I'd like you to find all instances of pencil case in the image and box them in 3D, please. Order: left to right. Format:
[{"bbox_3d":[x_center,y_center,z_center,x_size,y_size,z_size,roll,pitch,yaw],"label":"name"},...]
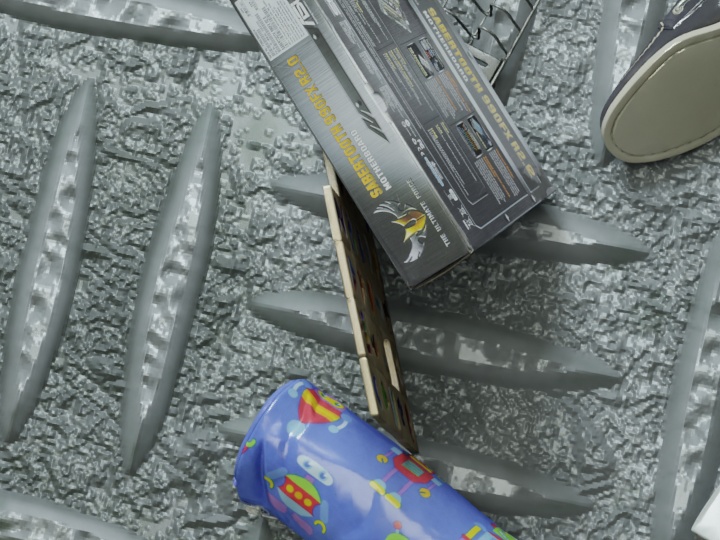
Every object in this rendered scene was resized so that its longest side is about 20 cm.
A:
[{"bbox_3d":[0.012,0.150,1.509,0.200,0.078,0.087,36,103,14],"label":"pencil case"}]

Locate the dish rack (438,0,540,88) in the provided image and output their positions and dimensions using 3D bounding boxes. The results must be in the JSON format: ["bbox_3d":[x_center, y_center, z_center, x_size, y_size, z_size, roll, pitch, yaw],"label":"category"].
[{"bbox_3d":[0.051,-0.201,1.583,0.153,0.055,0.200,28,86,15],"label":"dish rack"}]

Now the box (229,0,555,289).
[{"bbox_3d":[0.022,-0.102,1.490,0.048,0.158,0.200,-31,92,26],"label":"box"}]

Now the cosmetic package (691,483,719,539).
[{"bbox_3d":[0.290,0.181,1.416,0.200,0.102,0.074,30,80,30],"label":"cosmetic package"}]

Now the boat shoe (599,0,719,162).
[{"bbox_3d":[0.220,-0.145,1.550,0.200,0.073,0.063,-43,32,6],"label":"boat shoe"}]

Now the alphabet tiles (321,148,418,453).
[{"bbox_3d":[0.000,0.000,1.494,0.008,0.167,0.201,-14,77,6],"label":"alphabet tiles"}]
